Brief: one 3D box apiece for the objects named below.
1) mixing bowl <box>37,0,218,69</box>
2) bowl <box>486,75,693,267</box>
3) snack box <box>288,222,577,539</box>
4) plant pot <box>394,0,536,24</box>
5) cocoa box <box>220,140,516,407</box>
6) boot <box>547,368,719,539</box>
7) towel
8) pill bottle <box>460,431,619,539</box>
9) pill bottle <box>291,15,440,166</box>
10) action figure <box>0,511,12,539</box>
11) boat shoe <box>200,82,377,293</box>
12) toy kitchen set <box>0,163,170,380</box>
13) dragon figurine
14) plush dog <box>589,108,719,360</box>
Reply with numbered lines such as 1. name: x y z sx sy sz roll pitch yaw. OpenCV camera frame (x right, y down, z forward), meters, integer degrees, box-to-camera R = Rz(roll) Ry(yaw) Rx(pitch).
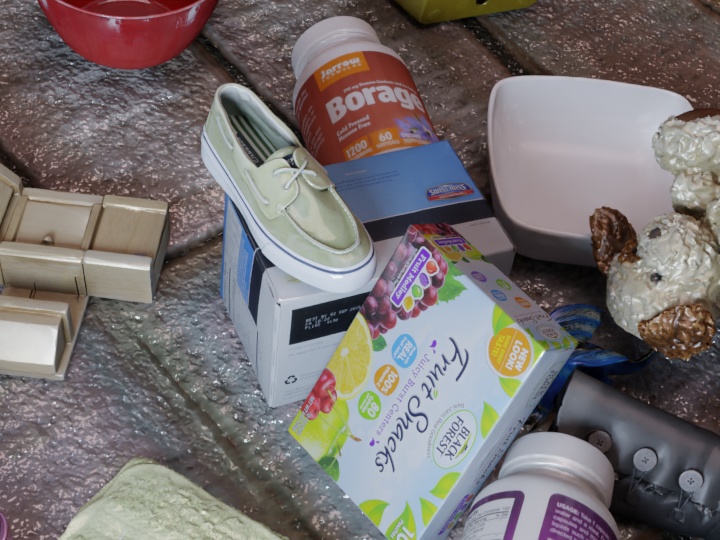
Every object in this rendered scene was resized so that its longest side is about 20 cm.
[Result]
1. mixing bowl: -0.220 -0.262 1.429 0.199 0.109 0.201 5 49 -6
2. bowl: 0.206 -0.079 1.360 0.199 0.075 0.200 5 48 -6
3. snack box: 0.048 0.087 1.108 0.142 0.200 0.053 43 28 26
4. plant pot: 0.103 -0.365 1.526 0.199 0.200 0.177 -13 64 -19
5. cocoa box: 0.000 0.000 1.217 0.199 0.134 0.132 -13 51 -19
6. boot: 0.247 0.119 1.150 0.199 0.166 0.066 21 4 11
7. towel: -0.122 0.222 1.070 0.199 0.037 0.148 28 51 15
8. pill bottle: 0.120 0.215 1.063 0.112 0.113 0.200 18 49 7
9. pill bottle: 0.003 -0.129 1.346 0.112 0.112 0.201 -8 51 -16
10. action figure: -0.287 0.202 1.044 0.200 0.134 0.149 40 12 10
11. boat shoe: -0.059 -0.063 1.133 0.072 0.062 0.200 -28 56 -27
12. toy kitchen set: -0.264 -0.037 1.176 0.199 0.181 0.164 6 49 2
13. dragon figurine: 0.172 0.068 1.208 0.199 0.100 0.059 -11 52 -18
14. plush dog: 0.272 -0.010 1.206 0.171 0.161 0.200 -32 33 5
